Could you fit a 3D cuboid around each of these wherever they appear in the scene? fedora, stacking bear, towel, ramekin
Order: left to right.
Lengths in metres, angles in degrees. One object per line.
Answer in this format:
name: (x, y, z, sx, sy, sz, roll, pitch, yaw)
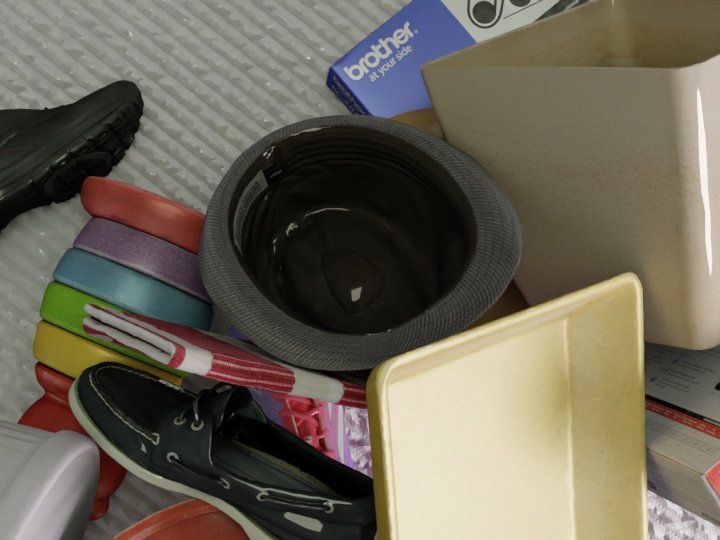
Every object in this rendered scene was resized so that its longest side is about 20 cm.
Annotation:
ramekin: (-0.224, 0.168, 0.754, 0.094, 0.202, 0.203, 22, 80, 3)
stacking bear: (-0.157, 0.053, 0.887, 0.121, 0.114, 0.201, 22, 84, -2)
towel: (-0.047, 0.060, 0.803, 0.199, 0.144, 0.023, 16, 89, -31)
fedora: (0.000, 0.000, 0.834, 0.177, 0.090, 0.200, -41, 58, -20)

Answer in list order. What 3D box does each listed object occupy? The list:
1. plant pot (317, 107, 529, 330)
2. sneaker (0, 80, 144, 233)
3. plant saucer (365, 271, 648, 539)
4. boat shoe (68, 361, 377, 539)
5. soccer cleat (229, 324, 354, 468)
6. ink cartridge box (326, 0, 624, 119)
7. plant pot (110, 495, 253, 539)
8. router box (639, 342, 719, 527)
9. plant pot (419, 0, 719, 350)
plant pot: (0.056, -0.007, 0.929, 0.199, 0.027, 0.201, -1, 97, -7)
sneaker: (-0.235, -0.076, 0.915, 0.200, 0.076, 0.091, -33, 78, -13)
plant saucer: (0.076, 0.114, 0.770, 0.199, 0.048, 0.201, -17, 110, -38)
boat shoe: (-0.073, 0.097, 0.791, 0.199, 0.074, 0.066, 34, 120, 14)
soccer cleat: (-0.035, 0.113, 0.902, 0.066, 0.076, 0.201, -15, 83, -8)
ink cartridge box: (0.081, -0.160, 0.971, 0.200, 0.044, 0.094, -40, 86, -9)
plant pot: (-0.060, 0.263, 0.776, 0.201, 0.201, 0.195, -45, 52, -10)
router box: (0.238, 0.067, 0.873, 0.179, 0.200, 0.049, -37, 105, -9)
plant pot: (0.183, -0.064, 0.856, 0.200, 0.199, 0.178, -25, 112, -37)
